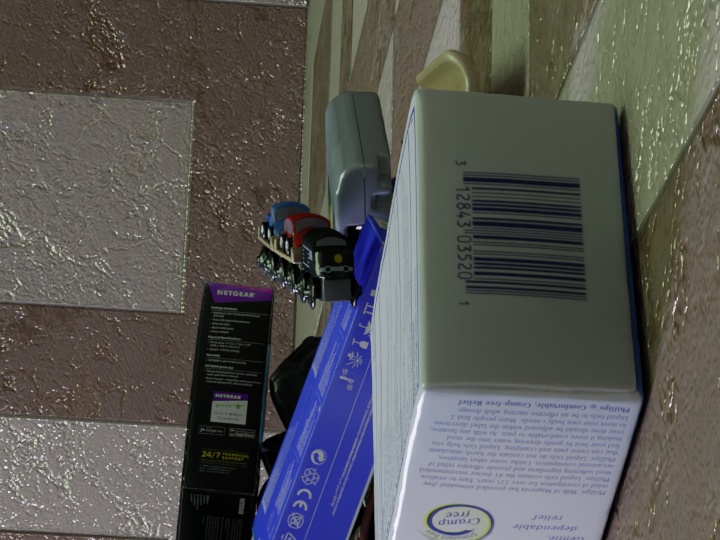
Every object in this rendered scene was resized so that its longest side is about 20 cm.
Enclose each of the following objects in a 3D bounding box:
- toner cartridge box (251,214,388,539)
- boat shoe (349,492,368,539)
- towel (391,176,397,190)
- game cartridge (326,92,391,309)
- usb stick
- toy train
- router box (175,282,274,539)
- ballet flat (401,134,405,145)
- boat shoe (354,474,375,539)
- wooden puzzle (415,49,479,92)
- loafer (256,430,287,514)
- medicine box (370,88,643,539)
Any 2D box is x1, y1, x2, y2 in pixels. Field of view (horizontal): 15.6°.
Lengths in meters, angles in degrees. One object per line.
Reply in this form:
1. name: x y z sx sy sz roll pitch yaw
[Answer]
1. toner cartridge box: -0.008 0.075 1.494 0.095 0.043 0.201 -109 39 -78
2. boat shoe: 0.029 0.139 1.569 0.202 0.063 0.074 -50 31 40
3. towel: 0.030 0.009 1.705 0.200 0.024 0.146 177 90 -85
4. game cartridge: 0.000 0.000 1.627 0.133 0.041 0.201 -89 -2 -65
5. usb stick: -0.033 0.077 1.746 0.200 0.032 0.056 -43 -63 -85
6. toy train: -0.032 -0.011 1.513 0.200 0.034 0.046 -151 59 -77
7. router box: -0.091 0.121 1.736 0.200 0.051 0.150 101 174 -60
8. ballet flat: 0.059 -0.014 1.530 0.067 0.046 0.201 -41 50 49
9. boat shoe: 0.044 0.111 1.477 0.070 0.070 0.201 -38 -33 -58
10. wooden puzzle: 0.067 -0.033 1.682 0.185 0.046 0.201 165 104 -85
11. loafer: -0.034 0.164 1.771 0.201 0.070 0.068 -103 8 -66
12. medicine box: 0.064 0.047 1.270 0.201 0.102 0.183 98 173 -50
